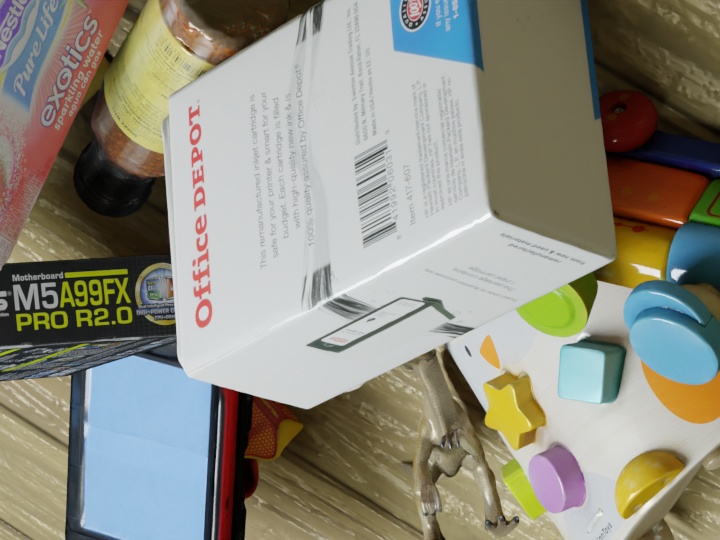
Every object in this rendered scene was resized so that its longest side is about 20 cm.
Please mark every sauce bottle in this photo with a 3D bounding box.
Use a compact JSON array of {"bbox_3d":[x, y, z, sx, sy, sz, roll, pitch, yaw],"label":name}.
[{"bbox_3d":[-0.097,-0.089,1.358,0.066,0.066,0.200,40,144,-3],"label":"sauce bottle"}]

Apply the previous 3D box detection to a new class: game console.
[{"bbox_3d":[-0.117,0.117,1.481,0.172,0.119,0.201,13,109,28],"label":"game console"}]

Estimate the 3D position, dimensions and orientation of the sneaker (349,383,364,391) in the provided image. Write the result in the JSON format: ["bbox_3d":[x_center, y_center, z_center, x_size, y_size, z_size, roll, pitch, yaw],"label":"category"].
[{"bbox_3d":[0.000,0.000,1.379,0.105,0.075,0.200,46,148,-14],"label":"sneaker"}]

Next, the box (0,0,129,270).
[{"bbox_3d":[-0.187,-0.116,1.284,0.102,0.201,0.095,19,170,31],"label":"box"}]

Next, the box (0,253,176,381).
[{"bbox_3d":[-0.192,0.029,1.421,0.200,0.159,0.045,-18,77,62],"label":"box"}]

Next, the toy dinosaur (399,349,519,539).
[{"bbox_3d":[0.047,0.096,1.438,0.058,0.102,0.200,-10,153,0],"label":"toy dinosaur"}]

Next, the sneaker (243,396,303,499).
[{"bbox_3d":[-0.107,0.117,1.606,0.077,0.073,0.200,48,145,-7],"label":"sneaker"}]

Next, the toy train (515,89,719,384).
[{"bbox_3d":[0.102,-0.017,1.228,0.199,0.116,0.085,14,138,31],"label":"toy train"}]

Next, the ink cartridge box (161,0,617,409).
[{"bbox_3d":[0.008,-0.042,1.213,0.084,0.147,0.200,17,148,-40],"label":"ink cartridge box"}]

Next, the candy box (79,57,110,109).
[{"bbox_3d":[-0.249,-0.119,1.384,0.077,0.169,0.200,-7,126,50],"label":"candy box"}]

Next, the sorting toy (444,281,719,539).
[{"bbox_3d":[0.099,0.051,1.350,0.180,0.107,0.200,50,149,17],"label":"sorting toy"}]
